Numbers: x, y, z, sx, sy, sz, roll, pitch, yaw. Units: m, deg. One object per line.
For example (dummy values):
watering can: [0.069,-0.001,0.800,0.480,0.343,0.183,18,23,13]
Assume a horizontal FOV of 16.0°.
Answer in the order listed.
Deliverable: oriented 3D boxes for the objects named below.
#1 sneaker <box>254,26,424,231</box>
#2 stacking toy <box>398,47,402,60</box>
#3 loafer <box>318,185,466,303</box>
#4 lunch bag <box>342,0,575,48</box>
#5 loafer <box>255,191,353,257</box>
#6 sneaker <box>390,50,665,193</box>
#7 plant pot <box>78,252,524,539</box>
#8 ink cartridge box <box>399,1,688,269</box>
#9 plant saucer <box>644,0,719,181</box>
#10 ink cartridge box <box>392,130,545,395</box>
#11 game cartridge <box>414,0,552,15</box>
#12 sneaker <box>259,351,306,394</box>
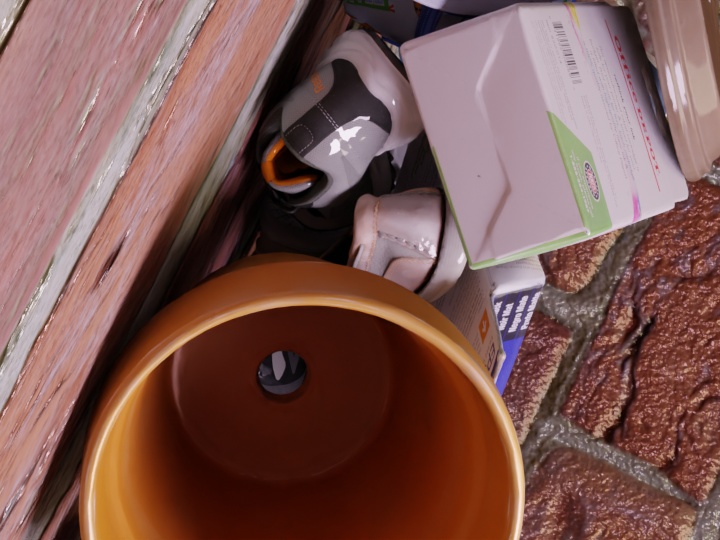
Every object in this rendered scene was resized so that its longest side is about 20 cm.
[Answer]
sneaker: [-0.024,-0.062,1.316,0.079,0.074,0.200,-37,173,-16]
stacking toy: [0.055,-0.168,1.521,0.200,0.109,0.117,-1,102,-75]
loafer: [0.000,0.000,1.354,0.200,0.063,0.072,133,-36,-64]
lunch bag: [0.072,-0.180,1.367,0.200,0.075,0.161,-5,120,-64]
loafer: [-0.014,-0.012,1.505,0.200,0.075,0.070,-17,124,-73]
sneaker: [0.085,-0.091,1.505,0.146,0.199,0.081,-28,111,-61]
plant pot: [-0.034,0.077,1.218,0.183,0.199,0.201,-108,-138,-71]
ink cartridge box: [0.098,-0.072,1.291,0.067,0.118,0.200,-18,179,23]
plant saucer: [0.171,-0.148,1.365,0.200,0.029,0.201,-10,90,-79]
ink cartridge box: [0.046,0.047,1.377,0.200,0.040,0.200,-105,-156,-45]
game cartridge: [0.062,-0.188,1.217,0.200,0.041,0.134,-1,114,-57]
sneaker: [-0.075,0.072,1.378,0.200,0.071,0.083,-58,179,-42]
